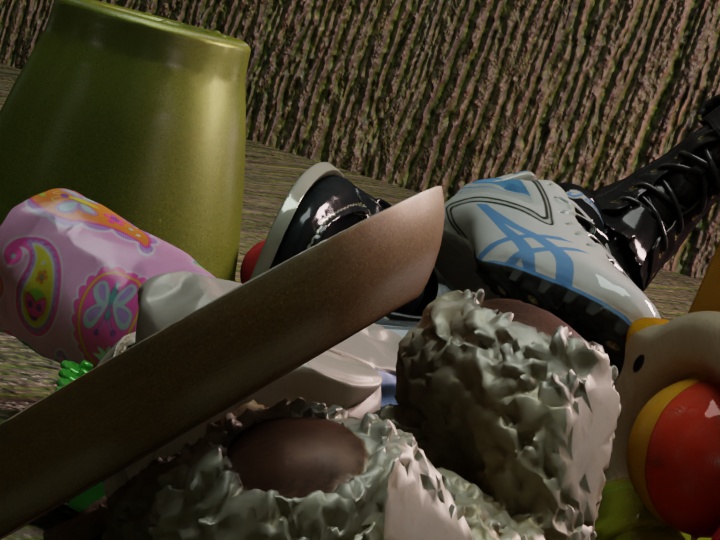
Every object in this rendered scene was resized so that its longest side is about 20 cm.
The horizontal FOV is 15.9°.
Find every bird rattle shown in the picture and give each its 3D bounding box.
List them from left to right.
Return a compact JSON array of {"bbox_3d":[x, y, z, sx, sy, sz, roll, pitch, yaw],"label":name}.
[{"bbox_3d":[0.129,0.097,1.001,0.113,0.163,0.200,7,3,-18],"label":"bird rattle"}]

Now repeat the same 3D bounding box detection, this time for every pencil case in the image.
[{"bbox_3d":[-0.092,0.036,1.250,0.200,0.087,0.087,29,11,21],"label":"pencil case"}]

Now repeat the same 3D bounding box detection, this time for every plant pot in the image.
[{"bbox_3d":[-0.156,-0.071,1.649,0.200,0.193,0.200,15,6,-2],"label":"plant pot"},{"bbox_3d":[-0.057,0.036,0.753,0.200,0.027,0.200,-29,-1,-1],"label":"plant pot"}]

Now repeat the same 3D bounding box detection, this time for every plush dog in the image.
[{"bbox_3d":[-0.024,0.102,0.779,0.172,0.161,0.200,-2,14,31],"label":"plush dog"}]

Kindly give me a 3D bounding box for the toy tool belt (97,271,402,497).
[{"bbox_3d":[-0.021,0.081,1.000,0.200,0.123,0.125,17,14,-43],"label":"toy tool belt"}]

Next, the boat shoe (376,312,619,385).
[{"bbox_3d":[0.025,0.046,1.093,0.200,0.069,0.057,10,24,-8],"label":"boat shoe"}]

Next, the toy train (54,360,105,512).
[{"bbox_3d":[-0.116,0.076,1.131,0.056,0.042,0.200,28,2,-7],"label":"toy train"}]

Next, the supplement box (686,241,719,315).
[{"bbox_3d":[0.266,0.074,1.197,0.197,0.133,0.200,30,16,27],"label":"supplement box"}]

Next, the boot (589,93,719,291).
[{"bbox_3d":[0.168,-0.050,1.306,0.069,0.174,0.200,51,13,-4],"label":"boot"}]

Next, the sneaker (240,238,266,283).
[{"bbox_3d":[-0.008,0.030,1.591,0.200,0.078,0.116,23,9,24],"label":"sneaker"}]

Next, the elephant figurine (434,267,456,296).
[{"bbox_3d":[0.110,0.076,1.371,0.200,0.142,0.155,21,45,2],"label":"elephant figurine"}]

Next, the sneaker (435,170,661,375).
[{"bbox_3d":[0.088,-0.006,1.153,0.072,0.072,0.200,48,-4,-23],"label":"sneaker"}]

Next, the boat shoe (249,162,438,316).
[{"bbox_3d":[-0.001,0.002,1.173,0.066,0.075,0.199,27,-5,10],"label":"boat shoe"}]
